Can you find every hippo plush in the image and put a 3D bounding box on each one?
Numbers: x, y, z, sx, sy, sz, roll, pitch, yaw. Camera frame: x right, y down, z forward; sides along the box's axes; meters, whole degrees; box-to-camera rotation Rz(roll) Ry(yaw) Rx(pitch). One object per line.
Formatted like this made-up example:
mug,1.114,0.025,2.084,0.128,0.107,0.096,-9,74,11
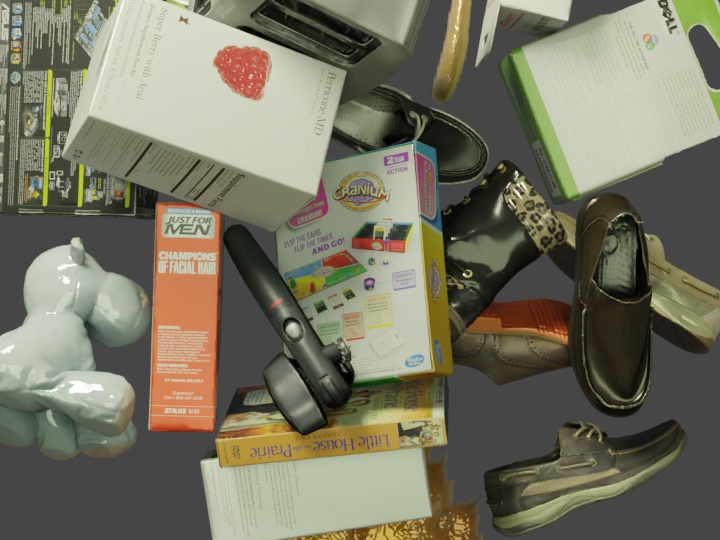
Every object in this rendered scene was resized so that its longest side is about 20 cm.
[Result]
hippo plush,-0.277,0.066,1.472,0.199,0.159,0.162,25,57,-17

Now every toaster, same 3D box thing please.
toaster,-0.037,-0.241,1.393,0.199,0.181,0.119,23,71,-20

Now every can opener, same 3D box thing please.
can opener,-0.066,0.041,1.396,0.078,0.063,0.201,-26,67,-7

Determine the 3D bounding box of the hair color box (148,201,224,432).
hair color box,-0.156,0.041,1.472,0.063,0.111,0.202,1,90,-4

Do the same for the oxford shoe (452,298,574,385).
oxford shoe,0.156,0.070,1.520,0.199,0.071,0.073,11,115,-4

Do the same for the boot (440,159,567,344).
boot,0.078,-0.046,1.481,0.150,0.073,0.200,-36,58,-6

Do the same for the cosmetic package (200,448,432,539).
cosmetic package,-0.039,0.193,1.479,0.198,0.108,0.086,-9,89,-5

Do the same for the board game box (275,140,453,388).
board game box,0.000,0.000,1.428,0.152,0.040,0.202,-9,79,29

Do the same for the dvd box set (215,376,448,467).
dvd box set,-0.021,0.129,1.448,0.198,0.146,0.030,-6,104,6

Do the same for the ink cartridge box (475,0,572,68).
ink cartridge box,0.162,-0.282,1.490,0.067,0.115,0.201,12,89,-2

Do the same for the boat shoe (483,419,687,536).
boat shoe,0.206,0.177,1.508,0.199,0.074,0.074,-24,91,-4

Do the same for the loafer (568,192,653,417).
loafer,0.223,0.033,1.441,0.072,0.071,0.202,-7,95,-5

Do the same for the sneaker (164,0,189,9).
sneaker,-0.113,-0.243,1.495,0.198,0.076,0.076,10,87,-5

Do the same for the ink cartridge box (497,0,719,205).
ink cartridge box,0.249,-0.166,1.513,0.199,0.076,0.149,-22,90,-4

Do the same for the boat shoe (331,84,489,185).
boat shoe,0.027,-0.134,1.508,0.199,0.060,0.074,24,87,-3

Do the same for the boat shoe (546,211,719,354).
boat shoe,0.254,-0.001,1.517,0.199,0.072,0.065,33,76,-2

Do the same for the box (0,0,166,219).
box,-0.258,-0.148,1.474,0.159,0.044,0.202,1,89,20

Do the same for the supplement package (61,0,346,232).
supplement package,-0.131,-0.132,1.372,0.199,0.120,0.122,19,71,-16
